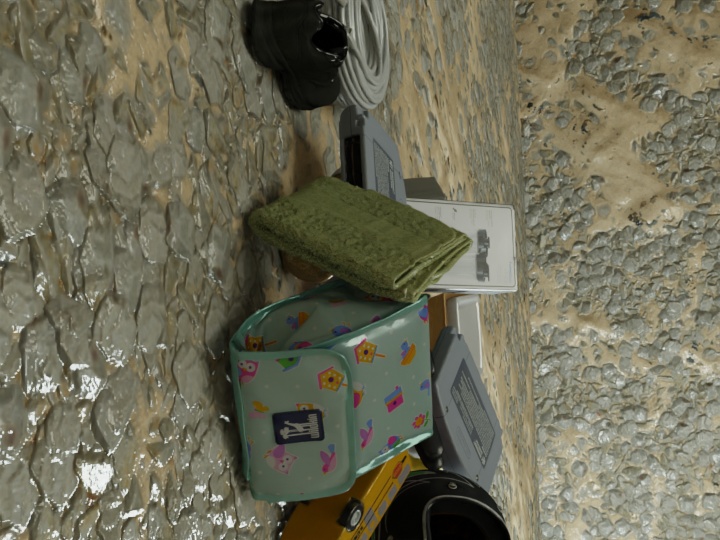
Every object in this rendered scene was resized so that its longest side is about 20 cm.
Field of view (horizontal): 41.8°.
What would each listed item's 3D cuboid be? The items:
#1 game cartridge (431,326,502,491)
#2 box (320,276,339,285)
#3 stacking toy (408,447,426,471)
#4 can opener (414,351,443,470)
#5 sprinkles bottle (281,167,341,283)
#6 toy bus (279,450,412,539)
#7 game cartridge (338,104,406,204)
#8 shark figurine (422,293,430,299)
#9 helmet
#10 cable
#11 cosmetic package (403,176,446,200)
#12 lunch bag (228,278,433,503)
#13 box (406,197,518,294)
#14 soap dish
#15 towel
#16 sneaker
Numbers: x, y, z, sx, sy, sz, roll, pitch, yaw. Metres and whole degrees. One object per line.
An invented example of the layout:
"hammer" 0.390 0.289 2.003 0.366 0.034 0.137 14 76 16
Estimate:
"game cartridge" 0.130 0.192 1.224 0.134 0.041 0.202 -55 129 -45
"box" 0.000 0.000 1.237 0.202 0.036 0.146 -73 154 -45
"stacking toy" 0.099 0.239 1.294 0.200 0.143 0.149 51 39 -72
"can opener" 0.057 0.138 1.094 0.202 0.077 0.064 -108 178 -46
"sprinkles bottle" -0.030 -0.058 1.092 0.201 0.067 0.069 -62 144 -60
"toy bus" -0.003 0.228 0.998 0.201 0.064 0.079 -54 145 -26
"game cartridge" 0.019 -0.071 1.084 0.133 0.041 0.203 45 38 -62
"shark figurine" 0.061 0.121 1.228 0.089 0.127 0.216 42 35 -26
"helmet" 0.078 0.338 1.138 0.192 0.197 0.202 -58 143 -39
"cable" -0.014 -0.303 1.200 0.202 0.068 0.202 70 23 -45
"cosmetic package" 0.084 -0.067 1.374 0.200 0.080 0.115 -85 169 -74
"lunch bag" -0.031 0.112 0.900 0.198 0.121 0.173 -23 123 -33
"box" 0.106 -0.029 1.223 0.060 0.197 0.119 163 -74 -64
"soap dish" 0.143 0.113 1.531 0.200 0.080 0.160 -4 90 -73
"towel" 0.000 -0.034 0.939 0.148 0.198 0.037 -33 140 -49
"sneaker" -0.049 -0.233 1.032 0.200 0.089 0.077 32 54 -71
